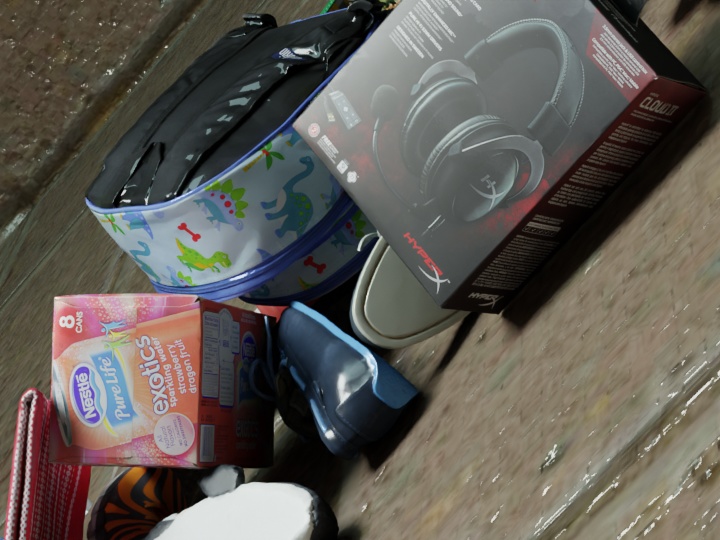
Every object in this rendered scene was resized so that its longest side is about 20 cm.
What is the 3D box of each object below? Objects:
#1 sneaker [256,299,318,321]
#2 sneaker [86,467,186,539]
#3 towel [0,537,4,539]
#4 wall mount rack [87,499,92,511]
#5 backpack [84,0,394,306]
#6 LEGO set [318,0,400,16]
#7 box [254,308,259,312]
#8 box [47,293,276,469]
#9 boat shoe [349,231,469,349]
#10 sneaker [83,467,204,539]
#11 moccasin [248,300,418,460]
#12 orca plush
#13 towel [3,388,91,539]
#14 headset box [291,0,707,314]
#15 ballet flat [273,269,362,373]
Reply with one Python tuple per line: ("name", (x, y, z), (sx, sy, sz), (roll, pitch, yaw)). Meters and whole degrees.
("sneaker", (0.000, -0.050, 1.731), (0.115, 0.078, 0.200), (-37, 20, 52))
("sneaker", (-0.117, 0.180, 1.548), (0.112, 0.077, 0.200), (-39, 27, 30))
("towel", (-0.252, 0.217, 1.633), (0.200, 0.111, 0.049), (74, -153, -68))
("wall mount rack", (-0.184, 0.129, 1.886), (0.200, 0.074, 0.174), (-53, 12, -10))
("backpack", (-0.060, -0.060, 1.597), (0.200, 0.147, 0.183), (-44, 24, -27))
("LEGO set", (0.057, -0.165, 1.785), (0.199, 0.116, 0.154), (-17, 34, 42))
("box", (-0.109, 0.104, 1.771), (0.200, 0.039, 0.041), (-51, 14, 5))
("box", (-0.118, 0.070, 1.520), (0.200, 0.094, 0.103), (18, -107, -79))
("boat shoe", (0.050, -0.026, 1.491), (0.200, 0.075, 0.062), (-57, 15, -28))
("sneaker", (-0.132, 0.111, 1.715), (0.075, 0.070, 0.200), (23, 74, 47))
("moccasin", (-0.029, 0.066, 1.503), (0.068, 0.080, 0.200), (-52, 12, -3))
("orca plush", (-0.083, 0.185, 1.426), (0.200, 0.071, 0.106), (-38, 46, 19))
("towel", (-0.190, 0.156, 1.498), (0.200, 0.022, 0.145), (85, -171, -79))
("headset box", (0.083, -0.098, 1.384), (0.200, 0.149, 0.077), (-47, -24, 20))
("ballet flat", (0.000, 0.000, 1.634), (0.200, 0.057, 0.066), (-53, 13, -9))
